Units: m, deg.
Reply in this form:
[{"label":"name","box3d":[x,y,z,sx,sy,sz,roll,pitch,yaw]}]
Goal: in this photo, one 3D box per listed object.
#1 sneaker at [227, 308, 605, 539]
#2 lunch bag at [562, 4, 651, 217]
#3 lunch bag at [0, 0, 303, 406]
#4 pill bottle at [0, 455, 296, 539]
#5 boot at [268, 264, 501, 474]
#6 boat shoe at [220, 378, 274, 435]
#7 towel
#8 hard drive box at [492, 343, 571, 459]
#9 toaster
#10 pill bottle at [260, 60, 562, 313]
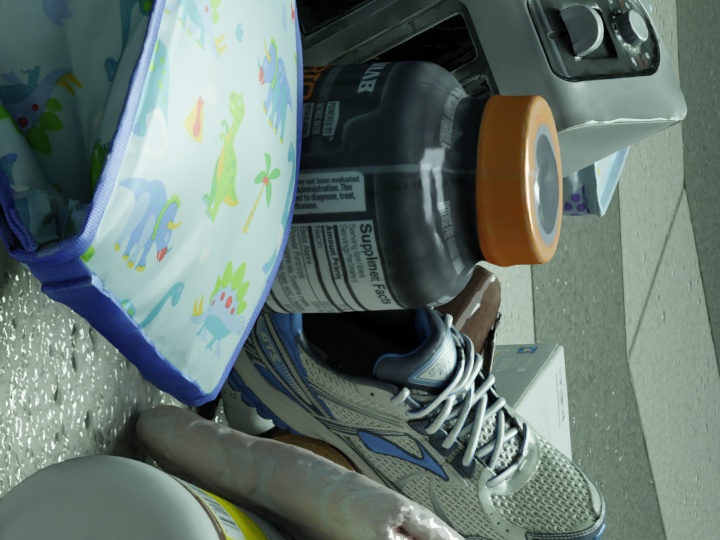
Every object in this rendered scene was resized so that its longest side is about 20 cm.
[{"label":"sneaker","box3d":[0.027,0.064,1.131,0.077,0.199,0.085,-56,176,-37]},{"label":"lunch bag","box3d":[0.073,-0.110,1.427,0.200,0.168,0.128,-67,149,-56]},{"label":"lunch bag","box3d":[-0.092,-0.066,0.946,0.170,0.127,0.201,51,30,-64]},{"label":"pill bottle","box3d":[-0.076,0.143,1.007,0.200,0.108,0.110,41,50,-68]},{"label":"boot","box3d":[0.014,0.062,1.268,0.167,0.072,0.200,-56,171,-14]},{"label":"boat shoe","box3d":[-0.022,0.021,1.279,0.200,0.070,0.070,-39,139,-52]},{"label":"towel","box3d":[0.016,0.128,1.090,0.191,0.200,0.032,38,76,-33]},{"label":"hard drive box","box3d":[0.080,0.148,1.588,0.200,0.076,0.157,-42,128,-69]},{"label":"toaster","box3d":[0.033,-0.120,1.224,0.118,0.199,0.182,-6,74,-57]},{"label":"pill bottle","box3d":[-0.016,-0.035,1.069,0.106,0.199,0.107,-2,90,-74]}]
